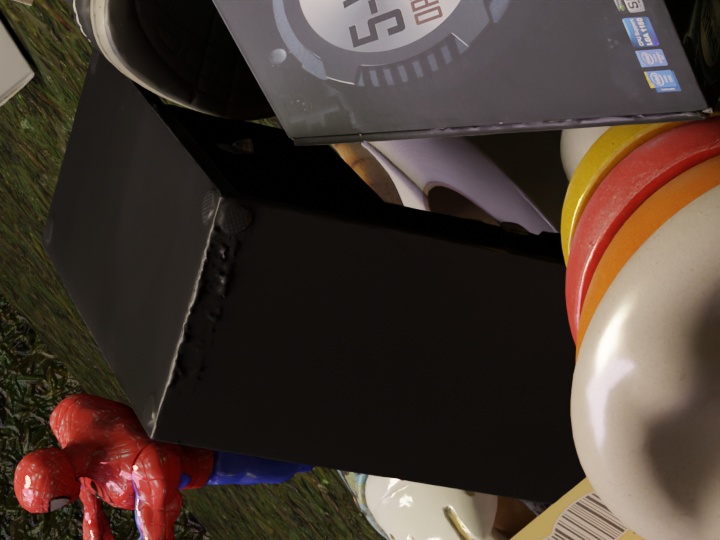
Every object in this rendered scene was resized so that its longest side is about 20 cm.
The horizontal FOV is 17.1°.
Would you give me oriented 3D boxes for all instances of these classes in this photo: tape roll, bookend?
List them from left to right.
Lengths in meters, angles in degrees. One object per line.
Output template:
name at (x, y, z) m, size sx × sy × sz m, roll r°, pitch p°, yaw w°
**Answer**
bookend at (0.000, 0.000, 0.921) m, size 0.200 × 0.092 × 0.199 m, roll 12°, pitch -164°, yaw -22°
tape roll at (0.076, -0.008, 1.051) m, size 0.203 × 0.037 × 0.203 m, roll 46°, pitch 166°, yaw 15°

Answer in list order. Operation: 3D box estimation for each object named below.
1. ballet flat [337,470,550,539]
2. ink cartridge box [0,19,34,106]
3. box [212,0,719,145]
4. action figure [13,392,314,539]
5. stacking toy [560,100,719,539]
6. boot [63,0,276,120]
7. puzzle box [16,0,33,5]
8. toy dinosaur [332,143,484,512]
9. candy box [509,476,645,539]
ballet flat at (0.056, 0.116, 0.986) m, size 0.200 × 0.074 × 0.074 m, roll 42°, pitch 169°, yaw -12°
ink cartridge box at (-0.348, -0.202, 1.827) m, size 0.200 × 0.083 × 0.145 m, roll 32°, pitch 157°, yaw 52°
box at (0.012, -0.129, 0.744) m, size 0.160 × 0.044 × 0.200 m, roll -1°, pitch 135°, yaw 31°
action figure at (-0.061, 0.090, 0.892) m, size 0.065 × 0.099 × 0.200 m, roll 25°, pitch -165°, yaw 33°
stacking toy at (0.112, -0.012, 0.793) m, size 0.146 × 0.146 × 0.200 m, roll 60°, pitch -178°, yaw -35°
boot at (-0.078, -0.111, 0.925) m, size 0.154 × 0.074 × 0.203 m, roll 18°, pitch -166°, yaw 32°
puzzle box at (-0.118, -0.201, 0.861) m, size 0.025 × 0.200 × 0.133 m, roll 17°, pitch -174°, yaw -30°
toy dinosaur at (0.015, 0.004, 1.038) m, size 0.060 × 0.106 × 0.200 m, roll 33°, pitch -130°, yaw -55°
candy box at (0.052, 0.167, 0.810) m, size 0.116 × 0.200 × 0.055 m, roll 60°, pitch 165°, yaw -25°
